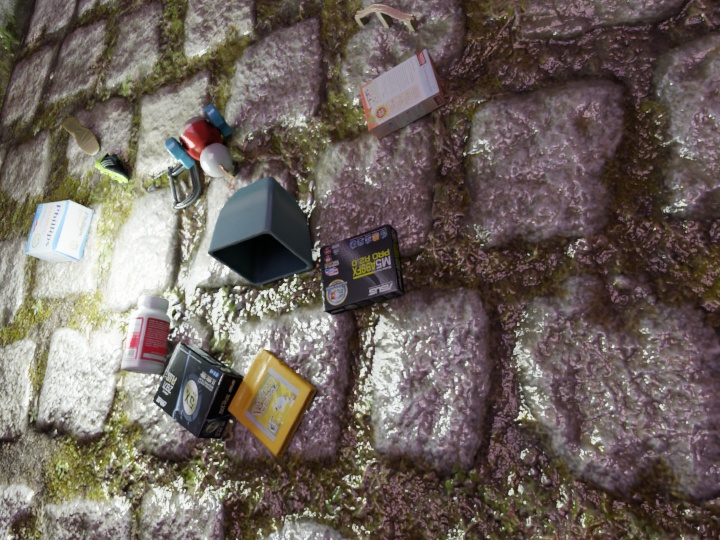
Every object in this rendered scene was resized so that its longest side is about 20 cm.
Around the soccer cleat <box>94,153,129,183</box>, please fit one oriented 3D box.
[{"bbox_3d":[-0.856,-0.361,1.879,0.197,0.068,0.082,25,74,34],"label":"soccer cleat"}]

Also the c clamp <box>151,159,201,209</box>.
[{"bbox_3d":[-0.572,-0.268,1.704,0.169,0.027,0.203,-35,58,10],"label":"c clamp"}]

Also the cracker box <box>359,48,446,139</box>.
[{"bbox_3d":[0.103,-0.434,1.341,0.196,0.057,0.138,-23,64,23],"label":"cracker box"}]

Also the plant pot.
[{"bbox_3d":[-0.242,-0.113,1.362,0.191,0.196,0.205,-15,58,25],"label":"plant pot"}]

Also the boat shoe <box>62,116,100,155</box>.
[{"bbox_3d":[-1.036,-0.501,2.031,0.073,0.065,0.200,-42,75,-3],"label":"boat shoe"}]

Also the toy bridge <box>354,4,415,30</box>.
[{"bbox_3d":[0.063,-0.678,1.441,0.197,0.067,0.028,23,84,34],"label":"toy bridge"}]

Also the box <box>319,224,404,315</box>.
[{"bbox_3d":[0.000,0.000,1.262,0.195,0.044,0.165,-16,66,25],"label":"box"}]

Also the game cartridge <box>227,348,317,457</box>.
[{"bbox_3d":[-0.215,0.310,1.292,0.197,0.032,0.180,28,89,33],"label":"game cartridge"}]

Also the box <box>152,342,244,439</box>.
[{"bbox_3d":[-0.413,0.304,1.377,0.197,0.086,0.168,22,86,34],"label":"box"}]

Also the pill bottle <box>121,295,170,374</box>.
[{"bbox_3d":[-0.593,0.180,1.509,0.109,0.112,0.206,-6,70,28],"label":"pill bottle"}]

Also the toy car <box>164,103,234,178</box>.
[{"bbox_3d":[-0.434,-0.339,1.592,0.183,0.177,0.202,-39,86,-3],"label":"toy car"}]

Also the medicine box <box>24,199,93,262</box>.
[{"bbox_3d":[-1.056,-0.136,1.894,0.195,0.102,0.188,-2,72,30],"label":"medicine box"}]
